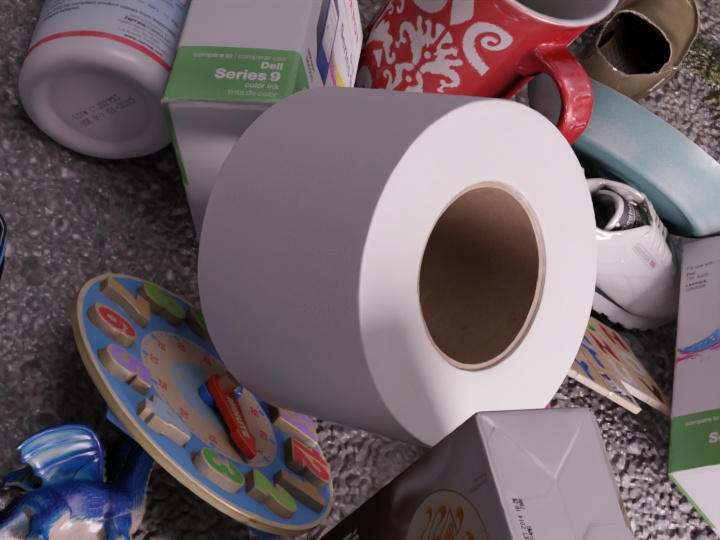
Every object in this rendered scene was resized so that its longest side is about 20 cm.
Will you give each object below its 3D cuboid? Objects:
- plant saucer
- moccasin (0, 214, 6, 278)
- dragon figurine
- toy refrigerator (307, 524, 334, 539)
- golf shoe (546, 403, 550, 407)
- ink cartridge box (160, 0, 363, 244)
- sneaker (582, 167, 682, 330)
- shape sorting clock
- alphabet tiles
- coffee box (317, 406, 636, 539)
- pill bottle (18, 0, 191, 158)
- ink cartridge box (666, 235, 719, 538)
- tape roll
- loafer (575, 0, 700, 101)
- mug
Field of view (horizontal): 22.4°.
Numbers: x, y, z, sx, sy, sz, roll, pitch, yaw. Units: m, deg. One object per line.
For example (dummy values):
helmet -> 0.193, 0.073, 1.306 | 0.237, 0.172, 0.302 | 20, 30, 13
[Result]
plant saucer -> 0.197, -0.078, 1.336 | 0.200, 0.200, 0.036 | 36, 85, -7
moccasin -> -0.261, 0.040, 1.041 | 0.080, 0.068, 0.201 | 26, 52, -15
dragon figurine -> -0.175, 0.127, 1.044 | 0.199, 0.059, 0.100 | 0, 60, -36
toy refrigerator -> 0.023, 0.251, 1.080 | 0.200, 0.076, 0.070 | 42, 50, -3
golf shoe -> 0.084, 0.123, 1.186 | 0.075, 0.092, 0.201 | 16, 57, -24
ink cartridge box -> -0.060, -0.134, 1.198 | 0.087, 0.146, 0.201 | 2, 52, 9
sneaker -> 0.193, -0.017, 1.326 | 0.199, 0.080, 0.077 | 20, 44, -40
shape sorting clock -> -0.090, 0.076, 1.082 | 0.200, 0.039, 0.200 | 44, 16, -16
alphabet tiles -> 0.134, 0.035, 1.245 | 0.199, 0.008, 0.167 | 29, 18, -35
coffee box -> 0.056, 0.165, 0.970 | 0.079, 0.200, 0.115 | 0, 63, -32
pill bottle -> -0.152, -0.181, 1.214 | 0.108, 0.109, 0.201 | 24, 52, -17
ink cartridge box -> 0.289, 0.090, 1.297 | 0.145, 0.084, 0.201 | 47, 41, -39
tape roll -> 0.023, -0.004, 1.064 | 0.202, 0.139, 0.204 | -10, 105, -44
loafer -> 0.227, -0.180, 1.469 | 0.076, 0.067, 0.200 | 43, 50, -1
mug -> 0.074, -0.155, 1.276 | 0.133, 0.200, 0.178 | 17, 55, -22
